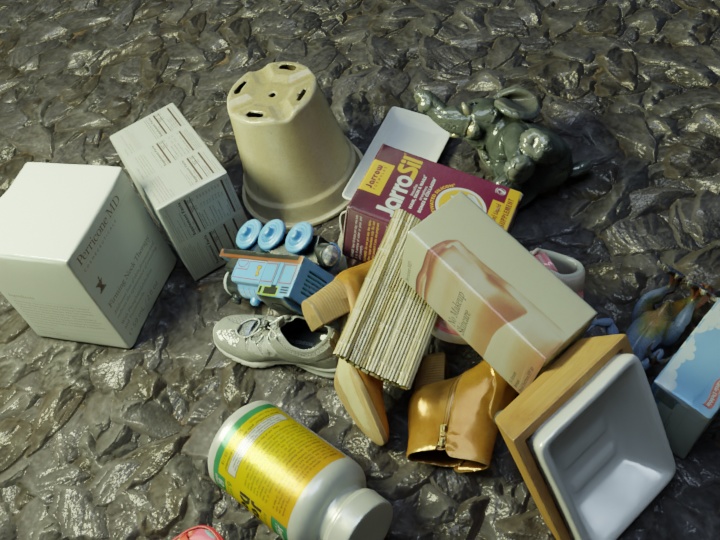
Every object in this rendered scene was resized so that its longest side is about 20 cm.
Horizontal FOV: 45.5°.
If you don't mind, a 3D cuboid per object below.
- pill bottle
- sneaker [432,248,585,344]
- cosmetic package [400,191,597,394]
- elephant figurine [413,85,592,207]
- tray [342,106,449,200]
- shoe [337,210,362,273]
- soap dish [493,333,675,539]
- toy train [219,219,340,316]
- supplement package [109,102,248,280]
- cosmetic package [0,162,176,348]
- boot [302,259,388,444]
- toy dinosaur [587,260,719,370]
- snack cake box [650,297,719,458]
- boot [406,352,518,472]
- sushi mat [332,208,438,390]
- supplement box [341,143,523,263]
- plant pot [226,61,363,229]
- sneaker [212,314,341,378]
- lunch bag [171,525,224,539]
[{"bbox_3d":[-0.065,0.238,0.947,0.200,0.113,0.113,28,63,32],"label":"pill bottle"},{"bbox_3d":[0.177,0.024,1.023,0.199,0.105,0.075,-4,38,-13],"label":"sneaker"},{"bbox_3d":[0.143,0.025,0.929,0.087,0.104,0.200,-36,66,-21],"label":"cosmetic package"},{"bbox_3d":[0.198,-0.196,1.209,0.141,0.155,0.200,-39,58,12],"label":"elephant figurine"},{"bbox_3d":[0.059,-0.161,1.291,0.107,0.022,0.200,20,58,14],"label":"tray"},{"bbox_3d":[0.000,0.000,1.162,0.070,0.053,0.201,-16,49,3],"label":"shoe"},{"bbox_3d":[0.228,0.178,0.870,0.157,0.200,0.081,-39,33,-17],"label":"soap dish"},{"bbox_3d":[-0.112,-0.003,1.149,0.199,0.087,0.115,6,67,45],"label":"toy train"},{"bbox_3d":[-0.259,-0.117,1.263,0.111,0.156,0.200,-30,50,-11],"label":"supplement package"},{"bbox_3d":[-0.391,-0.020,1.192,0.166,0.200,0.168,6,54,20],"label":"cosmetic package"},{"bbox_3d":[0.030,0.089,1.028,0.144,0.071,0.202,-26,91,-28],"label":"boot"},{"bbox_3d":[0.333,0.091,0.985,0.105,0.199,0.182,43,110,48],"label":"toy dinosaur"},{"bbox_3d":[0.387,0.094,0.931,0.067,0.115,0.200,36,67,25],"label":"snack cake box"},{"bbox_3d":[0.152,0.158,0.984,0.200,0.071,0.145,-9,50,18],"label":"boot"},{"bbox_3d":[0.048,0.031,0.992,0.095,0.012,0.201,25,68,-3],"label":"sushi mat"},{"bbox_3d":[0.092,-0.061,1.117,0.199,0.103,0.131,20,54,9],"label":"supplement box"},{"bbox_3d":[-0.106,-0.195,1.266,0.199,0.184,0.201,-8,50,9],"label":"plant pot"},{"bbox_3d":[-0.103,0.080,1.106,0.199,0.082,0.075,6,53,20],"label":"sneaker"},{"bbox_3d":[-0.160,0.374,0.888,0.176,0.082,0.200,-30,51,-15],"label":"lunch bag"}]
